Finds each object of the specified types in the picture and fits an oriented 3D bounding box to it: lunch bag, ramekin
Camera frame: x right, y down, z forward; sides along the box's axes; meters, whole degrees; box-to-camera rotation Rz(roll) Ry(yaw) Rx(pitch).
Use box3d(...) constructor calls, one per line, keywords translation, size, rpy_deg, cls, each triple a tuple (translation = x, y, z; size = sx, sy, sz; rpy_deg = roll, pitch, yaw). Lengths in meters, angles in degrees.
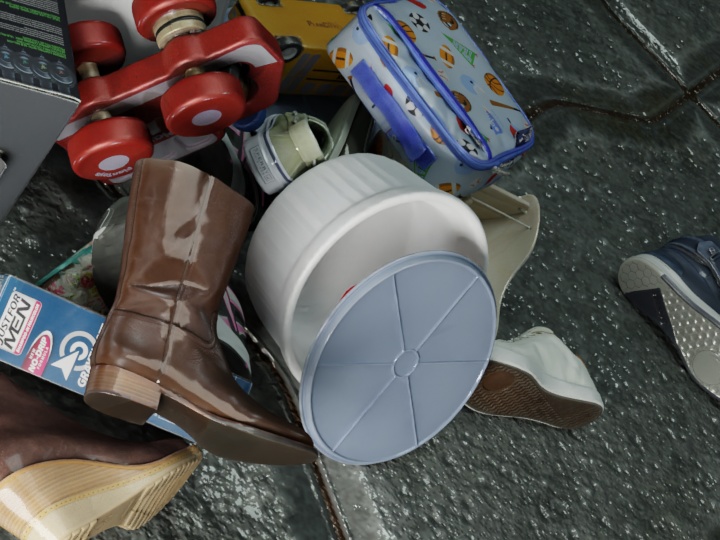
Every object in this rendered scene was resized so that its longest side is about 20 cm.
box3d(translation=(0.067, -0.157, 1.533), size=(0.200, 0.076, 0.160), rpy_deg=(53, 32, 8), cls="lunch bag")
box3d(translation=(0.000, 0.000, 1.415), size=(0.200, 0.201, 0.098), rpy_deg=(6, 28, -39), cls="ramekin")

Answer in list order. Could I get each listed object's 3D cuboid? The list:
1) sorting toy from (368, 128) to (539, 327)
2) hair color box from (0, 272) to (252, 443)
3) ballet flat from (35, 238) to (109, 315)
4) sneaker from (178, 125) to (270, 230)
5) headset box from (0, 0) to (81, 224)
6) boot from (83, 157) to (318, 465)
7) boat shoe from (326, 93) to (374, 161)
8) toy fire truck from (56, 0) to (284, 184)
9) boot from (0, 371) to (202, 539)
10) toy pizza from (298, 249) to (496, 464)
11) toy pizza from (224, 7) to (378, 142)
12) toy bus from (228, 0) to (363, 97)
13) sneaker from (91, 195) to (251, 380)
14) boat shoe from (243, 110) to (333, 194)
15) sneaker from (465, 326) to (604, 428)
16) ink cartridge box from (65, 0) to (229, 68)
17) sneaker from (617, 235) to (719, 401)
box3d(translation=(0.071, -0.011, 1.584), size=(0.200, 0.107, 0.181), rpy_deg=(24, 51, -37), cls="sorting toy")
box3d(translation=(-0.190, 0.066, 1.245), size=(0.199, 0.100, 0.061), rpy_deg=(25, 82, -22), cls="hair color box")
box3d(translation=(-0.188, -0.013, 1.366), size=(0.064, 0.076, 0.200), rpy_deg=(49, 45, -8), cls="ballet flat")
box3d(translation=(-0.131, -0.110, 1.509), size=(0.086, 0.080, 0.201), rpy_deg=(34, 33, -46), cls="sneaker")
box3d(translation=(-0.300, -0.147, 1.299), size=(0.092, 0.174, 0.201), rpy_deg=(13, 45, -33), cls="headset box")
box3d(translation=(-0.096, 0.026, 1.216), size=(0.186, 0.064, 0.201), rpy_deg=(24, 60, -25), cls="boot")
box3d(translation=(-0.020, -0.067, 1.532), size=(0.060, 0.072, 0.202), rpy_deg=(25, 62, -14), cls="boat shoe")
box3d(translation=(-0.152, -0.138, 1.358), size=(0.168, 0.199, 0.113), rpy_deg=(38, 31, -68), cls="toy fire truck")
box3d(translation=(-0.216, 0.114, 1.207), size=(0.166, 0.072, 0.200), rpy_deg=(44, 25, 15), cls="boot")
box3d(translation=(0.029, 0.070, 1.392), size=(0.200, 0.201, 0.032), rpy_deg=(3, 25, -41), cls="toy pizza")
box3d(translation=(-0.071, -0.178, 1.650), size=(0.199, 0.032, 0.201), rpy_deg=(23, 42, -22), cls="toy pizza")
box3d(translation=(-0.041, -0.211, 1.607), size=(0.199, 0.078, 0.065), rpy_deg=(-2, 56, -42), cls="toy bus")
box3d(translation=(-0.147, 0.009, 1.322), size=(0.087, 0.080, 0.200), rpy_deg=(-89, 162, -44), cls="sneaker")
box3d(translation=(-0.053, -0.103, 1.456), size=(0.200, 0.062, 0.072), rpy_deg=(-71, 138, -79), cls="boat shoe")
box3d(translation=(0.142, 0.088, 1.569), size=(0.200, 0.073, 0.085), rpy_deg=(23, 41, -42), cls="sneaker")
box3d(translation=(-0.217, -0.243, 1.449), size=(0.146, 0.146, 0.200), rpy_deg=(3, 41, -24), cls="ink cartridge box")
box3d(translation=(0.389, 0.047, 1.830), size=(0.146, 0.077, 0.203), rpy_deg=(-21, 68, -48), cls="sneaker")
